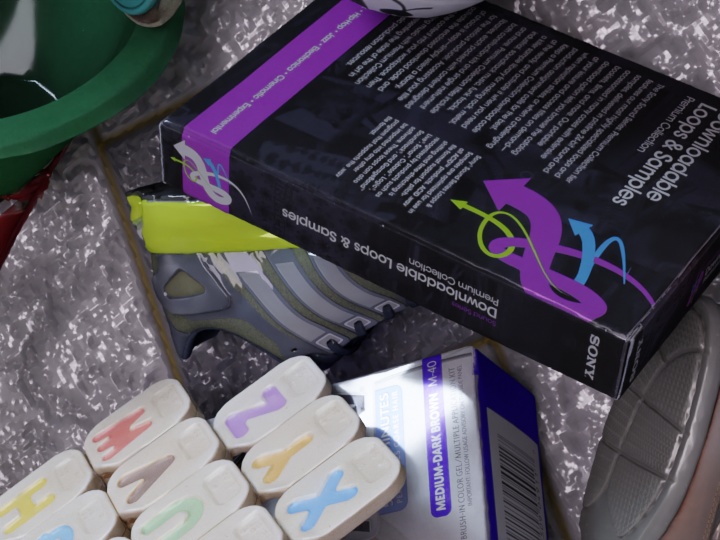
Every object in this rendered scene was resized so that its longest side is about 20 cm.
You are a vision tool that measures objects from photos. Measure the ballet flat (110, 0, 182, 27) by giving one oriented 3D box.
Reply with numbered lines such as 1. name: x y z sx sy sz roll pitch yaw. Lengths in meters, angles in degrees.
1. ballet flat: -0.102 -0.198 0.831 0.067 0.062 0.201 -34 73 41

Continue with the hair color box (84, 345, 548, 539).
1. hair color box: -0.025 0.113 0.783 0.199 0.065 0.110 -18 58 26

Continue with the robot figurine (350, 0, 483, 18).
1. robot figurine: 0.042 -0.173 0.704 0.150 0.125 0.200 48 146 -3

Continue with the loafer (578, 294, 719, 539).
1. loafer: 0.119 0.109 0.741 0.063 0.072 0.201 14 100 -18

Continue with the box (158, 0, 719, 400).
1. box: 0.045 -0.042 0.728 0.199 0.143 0.036 25 136 24

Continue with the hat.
1. hat: -0.170 -0.044 0.877 0.165 0.200 0.177 36 147 28

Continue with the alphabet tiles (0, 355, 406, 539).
1. alphabet tiles: -0.081 0.108 0.724 0.195 0.200 0.015 -36 119 -5

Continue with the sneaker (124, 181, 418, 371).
1. sneaker: 0.000 0.000 0.794 0.199 0.074 0.081 3 109 26
